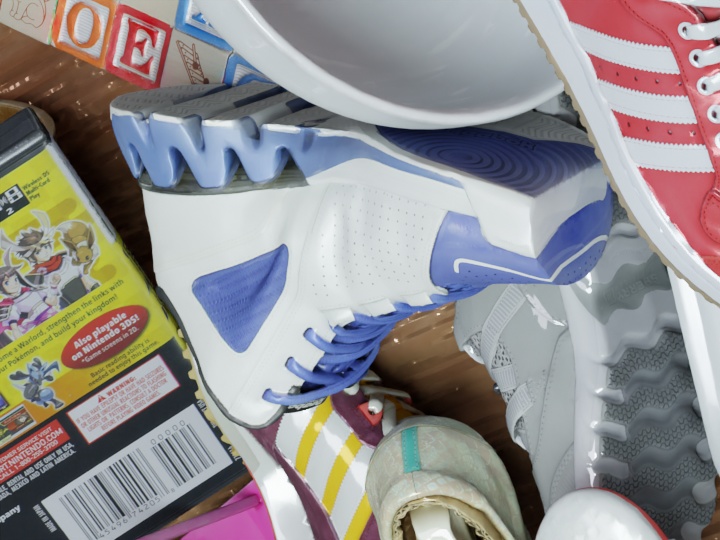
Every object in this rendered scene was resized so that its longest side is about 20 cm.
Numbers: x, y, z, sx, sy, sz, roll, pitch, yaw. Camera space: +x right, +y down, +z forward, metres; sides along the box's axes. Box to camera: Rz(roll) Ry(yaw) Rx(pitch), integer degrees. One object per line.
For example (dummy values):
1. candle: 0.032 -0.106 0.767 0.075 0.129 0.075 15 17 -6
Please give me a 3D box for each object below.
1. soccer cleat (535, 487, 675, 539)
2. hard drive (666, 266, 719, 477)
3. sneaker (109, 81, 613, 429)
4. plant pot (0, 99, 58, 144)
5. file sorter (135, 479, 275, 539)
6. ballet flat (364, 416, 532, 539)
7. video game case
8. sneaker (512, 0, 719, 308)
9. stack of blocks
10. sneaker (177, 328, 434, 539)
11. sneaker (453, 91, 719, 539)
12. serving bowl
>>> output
1. soccer cleat: 0.075 0.172 0.897 0.068 0.085 0.201 13 114 31
2. hard drive: 0.195 -0.008 0.894 0.199 0.026 0.133 -13 92 36
3. sneaker: -0.001 0.000 0.943 0.198 0.080 0.116 10 111 36
4. plant pot: -0.196 0.054 1.103 0.185 0.186 0.201 4 114 34
5. file sorter: -0.095 0.202 1.078 0.200 0.125 0.139 -41 75 34
6. ballet flat: 0.050 0.147 0.962 0.067 0.062 0.201 -24 110 10
7. video game case: -0.161 0.061 1.013 0.199 0.181 0.026 -33 35 -2
8. sneaker: 0.120 -0.076 0.848 0.201 0.071 0.112 56 145 2
9. stack of blocks: -0.081 -0.139 1.042 0.199 0.058 0.116 26 113 28
10. sneaker: 0.001 0.063 1.023 0.090 0.075 0.201 -20 93 27
11. sneaker: 0.075 0.028 0.968 0.082 0.074 0.202 -13 81 45
12. serving bowl: 0.002 -0.140 0.910 0.066 0.199 0.201 -17 89 54
